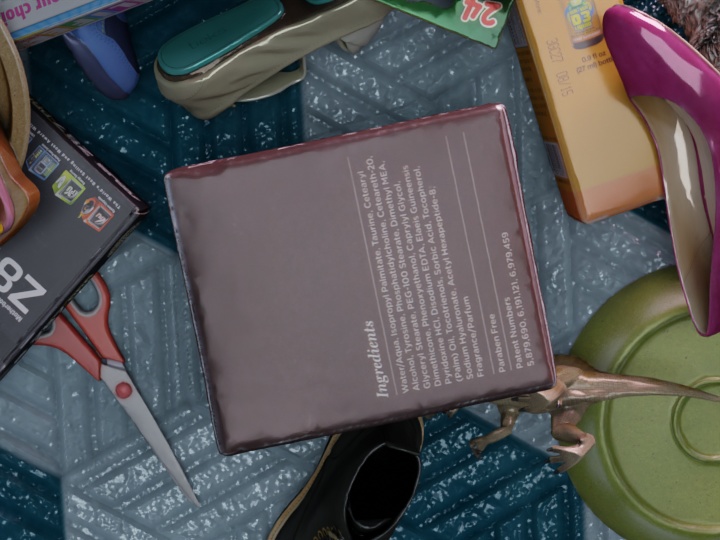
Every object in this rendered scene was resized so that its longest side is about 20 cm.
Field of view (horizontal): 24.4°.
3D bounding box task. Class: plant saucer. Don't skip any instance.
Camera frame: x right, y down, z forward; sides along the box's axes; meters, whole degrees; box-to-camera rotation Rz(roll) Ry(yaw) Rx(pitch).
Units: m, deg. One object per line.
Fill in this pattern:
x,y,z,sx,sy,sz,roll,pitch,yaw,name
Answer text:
0.229,0.096,1.094,0.198,0.031,0.202,0,97,-2,plant saucer

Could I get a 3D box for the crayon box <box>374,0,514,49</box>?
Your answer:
0.060,-0.246,0.970,0.126,0.051,0.202,21,93,5,crayon box

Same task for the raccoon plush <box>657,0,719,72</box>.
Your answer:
0.212,-0.125,1.040,0.133,0.097,0.202,19,96,4,raccoon plush

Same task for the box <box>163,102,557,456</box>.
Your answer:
0.000,0.000,1.003,0.198,0.166,0.166,-11,95,-1,box

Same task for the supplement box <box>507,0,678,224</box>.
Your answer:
0.135,-0.135,1.045,0.066,0.069,0.202,-18,99,-1,supplement box

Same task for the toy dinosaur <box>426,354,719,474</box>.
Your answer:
0.124,0.076,1.036,0.198,0.101,0.059,-2,113,19,toy dinosaur

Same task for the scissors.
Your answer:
-0.156,0.063,1.083,0.200,0.014,0.073,44,91,-5,scissors

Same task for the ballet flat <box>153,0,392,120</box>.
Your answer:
-0.034,-0.154,1.043,0.199,0.069,0.070,-27,97,3,ballet flat

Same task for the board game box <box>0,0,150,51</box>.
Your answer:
-0.175,-0.209,0.960,0.198,0.034,0.136,-16,91,20,board game box

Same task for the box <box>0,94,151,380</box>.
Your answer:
-0.257,-0.047,1.043,0.200,0.049,0.161,43,96,-1,box

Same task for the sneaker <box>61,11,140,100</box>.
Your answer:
-0.163,-0.206,1.022,0.081,0.074,0.202,-16,98,-2,sneaker

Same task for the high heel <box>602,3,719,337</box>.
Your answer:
0.186,-0.058,0.994,0.096,0.067,0.200,-44,114,-13,high heel

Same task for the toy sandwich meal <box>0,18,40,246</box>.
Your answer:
-0.280,-0.089,0.958,0.203,0.070,0.207,5,112,12,toy sandwich meal

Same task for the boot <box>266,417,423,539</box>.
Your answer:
-0.017,0.176,1.040,0.077,0.138,0.202,18,97,-4,boot
